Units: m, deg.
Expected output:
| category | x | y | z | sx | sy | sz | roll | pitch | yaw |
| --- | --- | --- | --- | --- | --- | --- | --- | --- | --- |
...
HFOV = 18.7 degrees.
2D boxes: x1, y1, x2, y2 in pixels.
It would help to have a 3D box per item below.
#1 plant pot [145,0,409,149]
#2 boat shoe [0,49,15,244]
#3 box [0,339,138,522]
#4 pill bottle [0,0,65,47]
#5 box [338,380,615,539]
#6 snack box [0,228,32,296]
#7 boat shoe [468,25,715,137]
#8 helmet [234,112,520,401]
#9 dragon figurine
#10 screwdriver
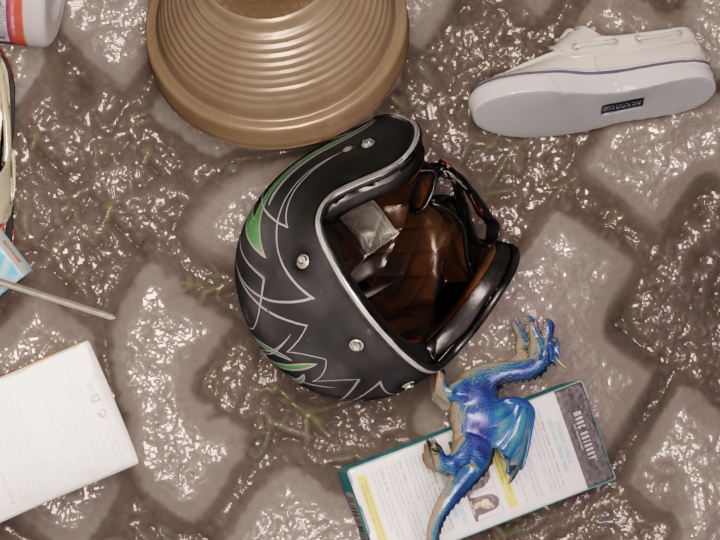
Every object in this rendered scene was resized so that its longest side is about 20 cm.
| category | x | y | z | sx | sy | sz | roll | pitch | yaw |
| --- | --- | --- | --- | --- | --- | --- | --- | --- | --- |
| plant pot | -0.065 | -0.197 | 1.619 | 0.199 | 0.093 | 0.202 | -2 | 61 | 4 |
| boat shoe | -0.288 | -0.070 | 1.631 | 0.071 | 0.063 | 0.202 | 5 | 88 | -12 |
| box | -0.273 | 0.133 | 1.592 | 0.199 | 0.124 | 0.098 | -23 | 91 | -11 |
| pill bottle | -0.318 | -0.230 | 1.602 | 0.198 | 0.111 | 0.112 | 8 | 86 | 1 |
| box | 0.090 | 0.157 | 1.694 | 0.199 | 0.049 | 0.083 | -20 | 90 | -11 |
| snack box | -0.352 | 0.016 | 1.599 | 0.200 | 0.037 | 0.116 | -38 | 94 | 9 |
| boat shoe | 0.178 | -0.157 | 1.724 | 0.198 | 0.071 | 0.070 | -10 | 62 | -7 |
| helmet | 0.000 | 0.000 | 1.609 | 0.200 | 0.200 | 0.191 | 45 | 77 | -5 |
| dragon figurine | 0.099 | 0.124 | 1.640 | 0.099 | 0.059 | 0.202 | 7 | 74 | -3 |
| screwdriver | -0.270 | 0.008 | 1.555 | 0.199 | 0.028 | 0.029 | 22 | 71 | 5 |
